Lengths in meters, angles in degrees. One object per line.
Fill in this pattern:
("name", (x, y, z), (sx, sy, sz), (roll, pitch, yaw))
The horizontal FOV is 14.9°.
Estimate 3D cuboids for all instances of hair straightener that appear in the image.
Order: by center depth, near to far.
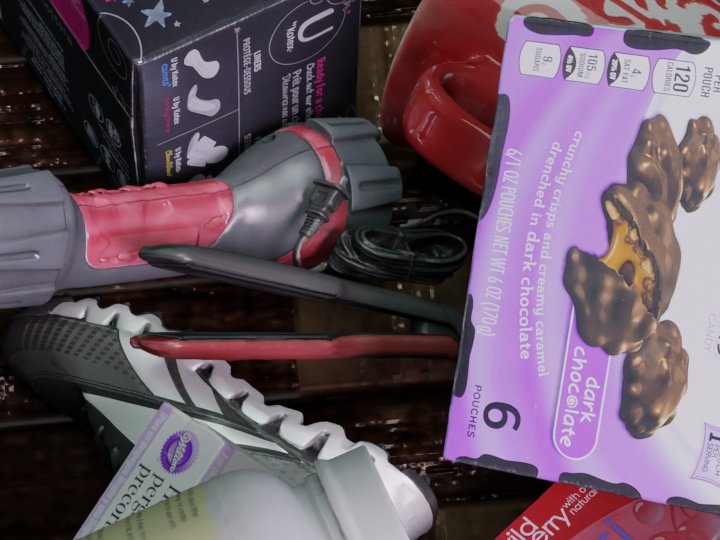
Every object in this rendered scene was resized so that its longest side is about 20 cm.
("hair straightener", (0.000, 0.000, 1.124), (0.200, 0.041, 0.077), (3, 90, -30))

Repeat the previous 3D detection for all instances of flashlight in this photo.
("flashlight", (-0.078, -0.025, 1.131), (0.200, 0.068, 0.068), (-6, 93, -38))

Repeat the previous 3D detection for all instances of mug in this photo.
("mug", (0.114, -0.045, 1.151), (0.200, 0.134, 0.178), (34, 58, 16))

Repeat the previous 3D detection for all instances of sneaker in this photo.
("sneaker", (-0.074, 0.080, 1.113), (0.200, 0.067, 0.091), (28, 60, 16))

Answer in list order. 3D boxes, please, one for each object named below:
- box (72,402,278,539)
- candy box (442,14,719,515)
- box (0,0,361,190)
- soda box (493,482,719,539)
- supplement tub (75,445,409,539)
("box", (-0.107, 0.146, 1.043), (0.039, 0.041, 0.200), (30, 84, 40))
("candy box", (0.143, 0.003, 0.992), (0.200, 0.072, 0.168), (10, 93, 27))
("box", (-0.095, -0.140, 1.215), (0.115, 0.132, 0.200), (-26, 61, -18))
("soda box", (0.062, 0.148, 1.062), (0.200, 0.070, 0.063), (-40, 64, -20))
("supplement tub", (-0.064, 0.156, 0.944), (0.200, 0.145, 0.145), (-24, 60, -2))
